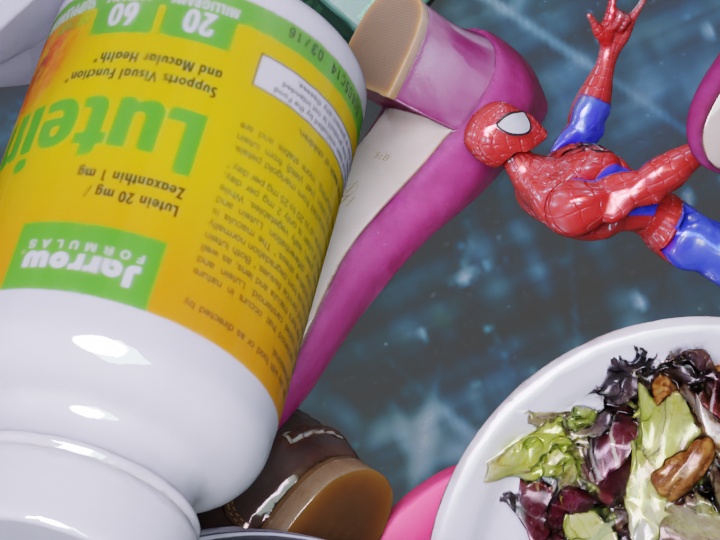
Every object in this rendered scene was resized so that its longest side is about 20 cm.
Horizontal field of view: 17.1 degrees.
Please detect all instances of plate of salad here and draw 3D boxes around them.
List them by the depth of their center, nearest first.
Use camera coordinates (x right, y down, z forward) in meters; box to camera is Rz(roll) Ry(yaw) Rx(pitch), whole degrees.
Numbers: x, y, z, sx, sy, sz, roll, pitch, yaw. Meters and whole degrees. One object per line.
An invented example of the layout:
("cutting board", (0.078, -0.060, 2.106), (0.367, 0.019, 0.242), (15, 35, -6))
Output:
("plate of salad", (0.122, 0.117, 0.851), (0.199, 0.048, 0.201), (0, 93, 2))

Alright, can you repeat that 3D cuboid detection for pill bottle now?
("pill bottle", (-0.072, 0.009, 0.769), (0.111, 0.111, 0.200), (16, 60, -2))

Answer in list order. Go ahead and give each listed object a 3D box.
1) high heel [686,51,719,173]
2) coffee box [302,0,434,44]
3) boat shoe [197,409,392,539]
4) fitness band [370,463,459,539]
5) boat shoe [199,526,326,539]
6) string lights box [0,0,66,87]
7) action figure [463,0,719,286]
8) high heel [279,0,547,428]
("high heel", (0.167, -0.097, 0.860), (0.200, 0.096, 0.068), (-34, 117, -26))
("coffee box", (-0.028, -0.189, 0.902), (0.200, 0.044, 0.123), (41, 86, -1))
("boat shoe", (-0.070, 0.138, 0.881), (0.070, 0.070, 0.200), (34, 81, 39))
("fitness band", (0.092, 0.140, 0.900), (0.199, 0.037, 0.144), (2, 85, -4))
("boat shoe", (-0.006, 0.124, 0.802), (0.199, 0.066, 0.070), (7, 81, 4))
("string lights box", (-0.142, -0.176, 0.848), (0.103, 0.059, 0.200), (-34, 76, 36))
("action figure", (0.135, -0.033, 0.871), (0.200, 0.065, 0.099), (23, 96, -16))
("high heel", (0.000, 0.000, 0.883), (0.096, 0.067, 0.201), (29, 83, -46))
